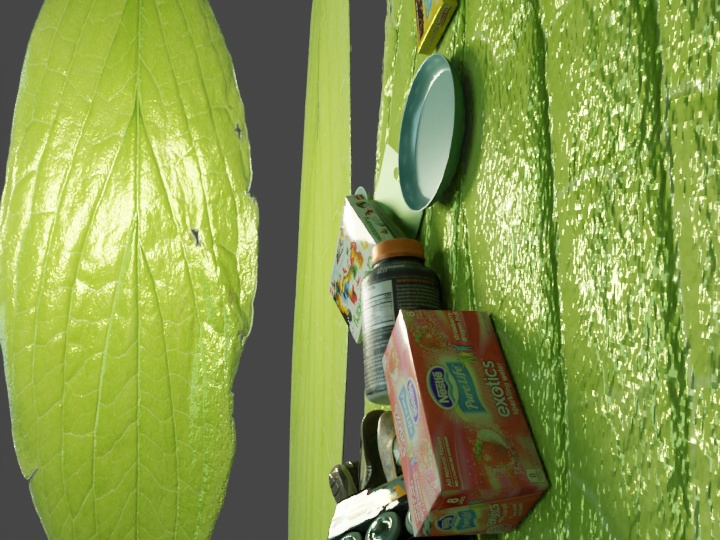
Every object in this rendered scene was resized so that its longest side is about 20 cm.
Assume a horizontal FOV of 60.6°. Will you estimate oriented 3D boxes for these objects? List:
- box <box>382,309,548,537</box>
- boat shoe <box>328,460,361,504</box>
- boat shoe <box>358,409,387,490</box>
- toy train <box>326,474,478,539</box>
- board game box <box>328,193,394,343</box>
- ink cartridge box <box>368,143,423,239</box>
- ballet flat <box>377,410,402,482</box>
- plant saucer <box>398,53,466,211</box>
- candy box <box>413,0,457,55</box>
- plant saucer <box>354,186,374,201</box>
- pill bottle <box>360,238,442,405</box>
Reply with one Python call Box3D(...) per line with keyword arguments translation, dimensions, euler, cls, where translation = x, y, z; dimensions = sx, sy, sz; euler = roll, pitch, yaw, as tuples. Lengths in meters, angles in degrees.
Box3D(translation=(0.091, 0.142, 0.605), dimensions=(0.201, 0.102, 0.095), euler=(-99, 16, -44), cls="box")
Box3D(translation=(0.018, 0.400, 0.986), dimensions=(0.074, 0.073, 0.201), euler=(-36, 73, 59), cls="boat shoe")
Box3D(translation=(0.033, 0.315, 0.952), dimensions=(0.065, 0.073, 0.201), euler=(80, -169, -83), cls="boat shoe")
Box3D(translation=(0.045, 0.270, 0.660), dimensions=(0.200, 0.085, 0.114), euler=(-36, 18, 23), cls="toy train")
Box3D(translation=(0.000, 0.000, 0.955), dimensions=(0.201, 0.034, 0.126), euler=(102, 148, -41), cls="board game box")
Box3D(translation=(0.036, -0.073, 0.952), dimensions=(0.146, 0.048, 0.201), euler=(-126, 35, -46), cls="ink cartridge box")
Box3D(translation=(0.070, 0.273, 0.807), dimensions=(0.067, 0.068, 0.201), euler=(-44, 47, 45), cls="ballet flat")
Box3D(translation=(0.093, -0.176, 0.803), dimensions=(0.200, 0.027, 0.201), euler=(-176, 90, -74), cls="plant saucer")
Box3D(translation=(0.097, -0.411, 0.842), dimensions=(0.102, 0.026, 0.201), euler=(130, 140, -66), cls="candy box")
Box3D(translation=(0.012, -0.056, 1.160), dimensions=(0.201, 0.038, 0.202), euler=(-179, 90, -78), cls="plant saucer")
Box3D(translation=(0.054, 0.063, 0.782), dimensions=(0.106, 0.106, 0.201), euler=(119, 151, -65), cls="pill bottle")
